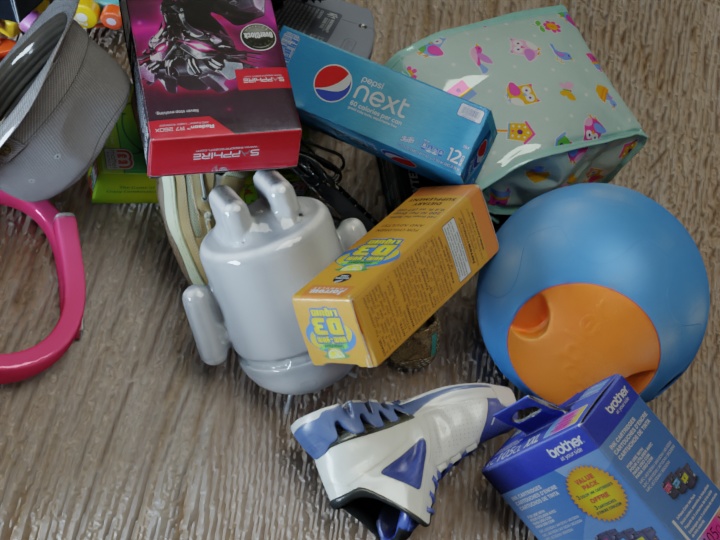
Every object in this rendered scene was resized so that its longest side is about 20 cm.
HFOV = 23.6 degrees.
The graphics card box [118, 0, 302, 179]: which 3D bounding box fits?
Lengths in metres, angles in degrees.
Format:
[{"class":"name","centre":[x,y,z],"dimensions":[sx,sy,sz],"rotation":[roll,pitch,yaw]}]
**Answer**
[{"class":"graphics card box","centre":[-0.127,-0.172,1.419],"dimensions":[0.125,0.051,0.200],"rotation":[-5,55,-12]}]

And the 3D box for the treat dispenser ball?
[{"class":"treat dispenser ball","centre":[0.200,0.025,1.489],"dimensions":[0.200,0.201,0.201],"rotation":[10,53,-14]}]

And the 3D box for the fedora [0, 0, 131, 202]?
[{"class":"fedora","centre":[-0.255,-0.130,1.416],"dimensions":[0.090,0.200,0.177],"rotation":[35,22,-24]}]

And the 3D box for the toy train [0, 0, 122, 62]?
[{"class":"toy train","centre":[-0.273,-0.210,1.564],"dimensions":[0.200,0.056,0.150],"rotation":[-21,63,-22]}]

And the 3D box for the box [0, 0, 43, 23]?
[{"class":"box","centre":[-0.340,-0.340,1.547],"dimensions":[0.200,0.124,0.197],"rotation":[16,49,24]}]

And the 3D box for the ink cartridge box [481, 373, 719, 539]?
[{"class":"ink cartridge box","centre":[0.195,0.174,1.394],"dimensions":[0.200,0.136,0.076],"rotation":[51,49,-3]}]

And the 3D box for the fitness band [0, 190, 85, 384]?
[{"class":"fitness band","centre":[-0.301,0.004,1.417],"dimensions":[0.143,0.037,0.200],"rotation":[1,55,-20]}]

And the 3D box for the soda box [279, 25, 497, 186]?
[{"class":"soda box","centre":[0.013,-0.137,1.473],"dimensions":[0.200,0.068,0.064],"rotation":[25,83,14]}]

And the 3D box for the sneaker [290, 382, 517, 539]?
[{"class":"sneaker","centre":[0.042,0.164,1.418],"dimensions":[0.199,0.081,0.115],"rotation":[-6,73,-33]}]

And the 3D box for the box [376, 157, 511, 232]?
[{"class":"box","centre":[0.098,-0.095,1.633],"dimensions":[0.158,0.046,0.200],"rotation":[3,56,-20]}]

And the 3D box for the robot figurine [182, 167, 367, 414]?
[{"class":"robot figurine","centre":[-0.061,0.018,1.418],"dimensions":[0.169,0.200,0.113],"rotation":[-21,22,-7]}]

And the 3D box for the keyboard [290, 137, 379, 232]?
[{"class":"keyboard","centre":[-0.043,-0.101,1.487],"dimensions":[0.200,0.040,0.104],"rotation":[42,8,-12]}]

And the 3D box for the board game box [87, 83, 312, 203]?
[{"class":"board game box","centre":[-0.146,-0.114,1.552],"dimensions":[0.199,0.048,0.102],"rotation":[-1,56,-21]}]

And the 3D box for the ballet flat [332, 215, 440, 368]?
[{"class":"ballet flat","centre":[0.000,0.000,1.516],"dimensions":[0.200,0.065,0.070],"rotation":[42,56,12]}]

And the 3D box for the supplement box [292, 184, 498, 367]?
[{"class":"supplement box","centre":[0.031,0.002,1.392],"dimensions":[0.200,0.066,0.069],"rotation":[-44,123,-43]}]

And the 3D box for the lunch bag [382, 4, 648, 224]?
[{"class":"lunch bag","centre":[0.132,-0.140,1.572],"dimensions":[0.200,0.122,0.171],"rotation":[-14,63,-35]}]

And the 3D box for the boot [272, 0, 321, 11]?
[{"class":"boot","centre":[-0.109,-0.284,1.611],"dimensions":[0.168,0.077,0.200],"rotation":[-23,31,-20]}]

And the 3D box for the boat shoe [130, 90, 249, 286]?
[{"class":"boat shoe","centre":[-0.129,-0.069,1.457],"dimensions":[0.072,0.076,0.201],"rotation":[-50,123,-74]}]

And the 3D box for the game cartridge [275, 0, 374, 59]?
[{"class":"game cartridge","centre":[-0.059,-0.206,1.618],"dimensions":[0.133,0.041,0.200],"rotation":[16,34,7]}]
